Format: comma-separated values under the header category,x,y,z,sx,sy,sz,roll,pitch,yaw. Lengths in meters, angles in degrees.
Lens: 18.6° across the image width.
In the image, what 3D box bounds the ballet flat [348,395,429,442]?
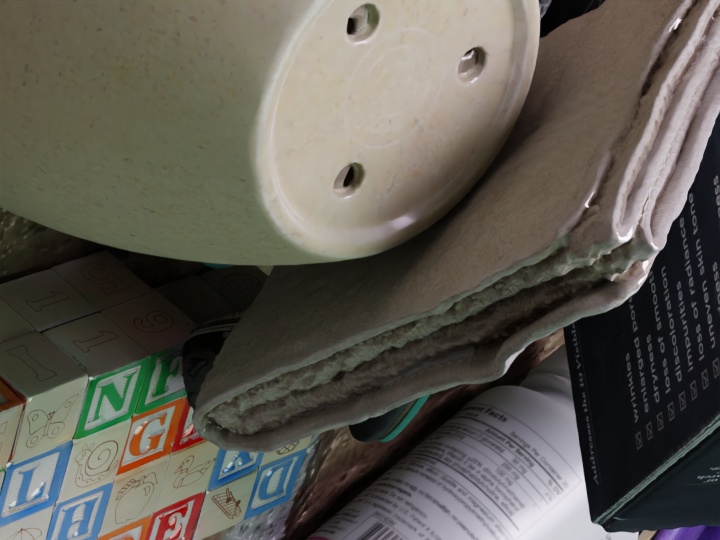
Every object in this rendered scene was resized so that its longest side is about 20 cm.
category,x,y,z,sx,sy,sz,roll,pitch,yaw
ballet flat,0.030,-0.020,0.922,0.073,0.073,0.200,5,122,-58

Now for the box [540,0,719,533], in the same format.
category,x,y,z,sx,sy,sz,roll,pitch,yaw
box,0.146,-0.031,0.760,0.124,0.201,0.197,-2,161,-13

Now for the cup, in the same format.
category,x,y,z,sx,sy,sz,roll,pitch,yaw
cup,-0.032,-0.081,0.636,0.200,0.143,0.201,-26,133,-31

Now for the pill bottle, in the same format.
category,x,y,z,sx,sy,sz,roll,pitch,yaw
pill bottle,0.065,0.129,1.087,0.200,0.113,0.113,-38,149,-24

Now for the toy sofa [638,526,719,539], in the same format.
category,x,y,z,sx,sy,sz,roll,pitch,yaw
toy sofa,0.260,0.155,1.438,0.200,0.083,0.098,-55,153,6

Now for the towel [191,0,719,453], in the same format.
category,x,y,z,sx,sy,sz,roll,pitch,yaw
towel,0.035,-0.018,0.668,0.200,0.034,0.133,-24,-151,49

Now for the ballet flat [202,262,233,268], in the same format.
category,x,y,z,sx,sy,sz,roll,pitch,yaw
ballet flat,-0.004,-0.089,0.795,0.200,0.068,0.072,-42,131,-16

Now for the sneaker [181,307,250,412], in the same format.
category,x,y,z,sx,sy,sz,roll,pitch,yaw
sneaker,0.000,0.000,0.813,0.200,0.078,0.085,-29,100,-50

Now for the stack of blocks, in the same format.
category,x,y,z,sx,sy,sz,roll,pitch,yaw
stack of blocks,-0.099,0.057,0.819,0.200,0.059,0.115,-19,138,-45
